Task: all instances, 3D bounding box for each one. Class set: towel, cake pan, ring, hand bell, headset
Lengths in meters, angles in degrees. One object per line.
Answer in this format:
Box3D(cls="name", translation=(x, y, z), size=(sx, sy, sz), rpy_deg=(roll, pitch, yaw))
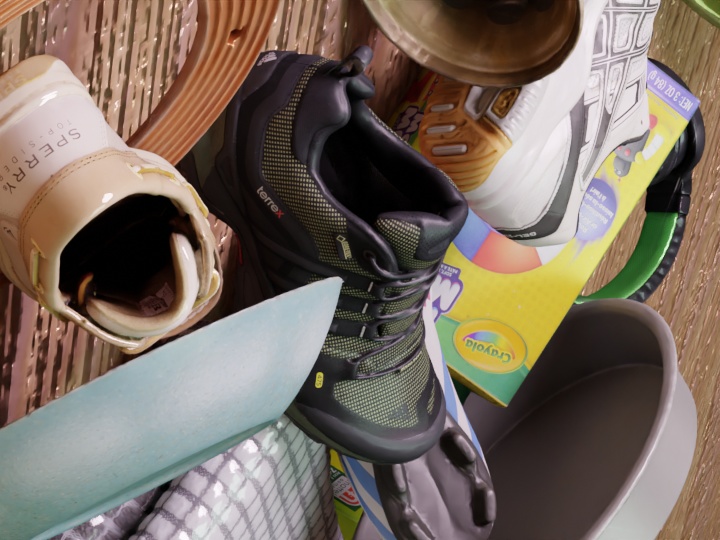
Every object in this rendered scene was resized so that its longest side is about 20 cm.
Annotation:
Box3D(cls="towel", translation=(-0.083, 0.130, 1.325), size=(0.166, 0.086, 0.200), rpy_deg=(-57, 162, -19))
Box3D(cls="cake pan", translation=(0.076, 0.101, 1.364), size=(0.200, 0.037, 0.200), rpy_deg=(-38, -155, 21))
Box3D(cls="ring", translation=(-0.110, -0.059, 1.015), size=(0.200, 0.019, 0.200), rpy_deg=(-34, 158, -16))
Box3D(cls="hand bell", translation=(0.081, -0.181, 1.307), size=(0.104, 0.104, 0.200), rpy_deg=(98, 17, -47))
Box3D(cls="headset", translation=(0.122, -0.074, 1.468), size=(0.123, 0.094, 0.200), rpy_deg=(2, 90, -39))

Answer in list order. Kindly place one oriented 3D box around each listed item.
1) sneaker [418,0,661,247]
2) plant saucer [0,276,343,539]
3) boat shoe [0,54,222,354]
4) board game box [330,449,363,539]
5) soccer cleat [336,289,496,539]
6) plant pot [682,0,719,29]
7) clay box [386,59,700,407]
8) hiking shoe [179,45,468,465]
Box3D(cls="sneaker", translation=(0.098, -0.100, 1.335), size=(0.088, 0.076, 0.200), rpy_deg=(46, 66, -36))
Box3D(cls="plant saucer", translation=(-0.088, 0.064, 1.126), size=(0.201, 0.039, 0.201), rpy_deg=(-27, 175, -3))
Box3D(cls="boat shoe", translation=(-0.086, -0.005, 1.040), size=(0.074, 0.069, 0.200), rpy_deg=(-40, 158, 1))
Box3D(cls="board game box", translation=(-0.014, 0.177, 1.602), size=(0.102, 0.048, 0.200), rpy_deg=(-34, 149, -49))
Box3D(cls="soccer cleat", translation=(0.002, 0.038, 1.325), size=(0.070, 0.200, 0.086), rpy_deg=(-17, -178, -17))
Box3D(cls="plant pot", translation=(0.275, -0.222, 1.556), size=(0.200, 0.200, 0.190), rpy_deg=(67, 45, -66))
Box3D(cls="clay box", translation=(0.057, -0.028, 1.388), size=(0.200, 0.115, 0.048), rpy_deg=(-58, -157, -6))
Box3D(cls="hiking shoe", translation=(0.000, 0.000, 1.204), size=(0.076, 0.101, 0.200), rpy_deg=(-48, 125, -36))
